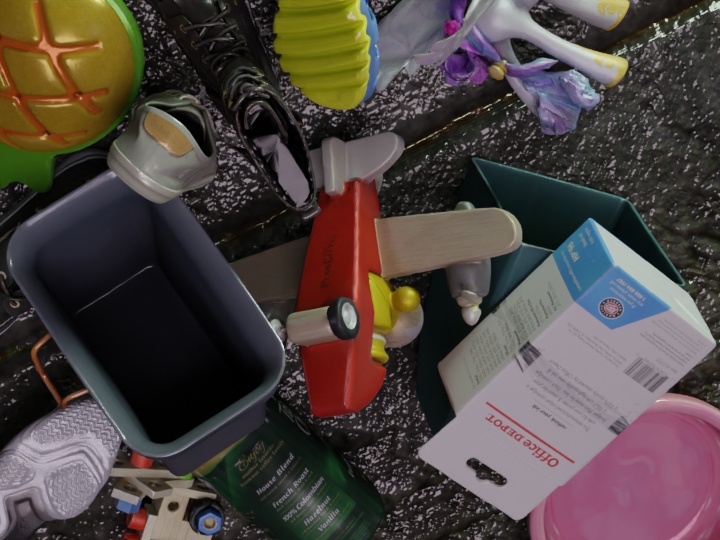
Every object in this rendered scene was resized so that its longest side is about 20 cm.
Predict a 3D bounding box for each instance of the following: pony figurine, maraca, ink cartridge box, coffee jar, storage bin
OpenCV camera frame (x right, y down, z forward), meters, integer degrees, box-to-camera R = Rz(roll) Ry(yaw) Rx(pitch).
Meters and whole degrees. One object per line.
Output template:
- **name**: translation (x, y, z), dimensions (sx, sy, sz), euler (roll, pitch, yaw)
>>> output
- **pony figurine**: translation (0.096, -0.187, 1.378), dimensions (0.200, 0.166, 0.193), euler (36, 70, -22)
- **maraca**: translation (-0.229, -0.132, 1.333), dimensions (0.137, 0.107, 0.200), euler (37, 126, -9)
- **ink cartridge box**: translation (0.139, 0.074, 1.387), dimensions (0.116, 0.068, 0.200), euler (36, 110, -28)
- **coffee jar**: translation (-0.077, 0.144, 1.496), dimensions (0.085, 0.104, 0.200), euler (-47, 117, 1)
- **storage bin**: translation (-0.151, 0.054, 1.357), dimensions (0.145, 0.200, 0.134), euler (-33, 160, -11)

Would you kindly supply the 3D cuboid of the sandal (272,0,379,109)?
- **sandal**: translation (-0.018, -0.206, 1.311), dimensions (0.079, 0.087, 0.200), euler (9, 123, 29)

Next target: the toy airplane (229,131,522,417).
- **toy airplane**: translation (0.000, 0.000, 1.419), dimensions (0.199, 0.200, 0.141), euler (-47, 134, -3)

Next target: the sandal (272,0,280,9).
- **sandal**: translation (-0.014, -0.272, 1.360), dimensions (0.075, 0.045, 0.200), euler (15, 95, -26)

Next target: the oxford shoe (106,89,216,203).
- **oxford shoe**: translation (-0.124, -0.094, 1.322), dimensions (0.075, 0.200, 0.058), euler (37, 102, -5)

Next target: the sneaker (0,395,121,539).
- **sneaker**: translation (-0.257, 0.162, 1.456), dimensions (0.075, 0.114, 0.200), euler (40, 95, -17)

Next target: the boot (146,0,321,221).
- **boot**: translation (-0.086, -0.145, 1.320), dimensions (0.069, 0.174, 0.200), euler (-31, 118, 1)

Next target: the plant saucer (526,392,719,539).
- **plant saucer**: translation (0.232, 0.187, 1.626), dimensions (0.200, 0.051, 0.201), euler (-5, 115, -11)

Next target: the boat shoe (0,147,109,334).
- **boat shoe**: translation (-0.247, -0.008, 1.409), dimensions (0.200, 0.057, 0.069), euler (-46, 117, 9)

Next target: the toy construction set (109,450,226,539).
- **toy construction set**: translation (-0.180, 0.212, 1.517), dimensions (0.131, 0.092, 0.200), euler (13, 121, -19)

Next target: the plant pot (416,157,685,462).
- **plant pot**: translation (0.126, 0.045, 1.486), dimensions (0.141, 0.141, 0.200), euler (15, 115, -20)
